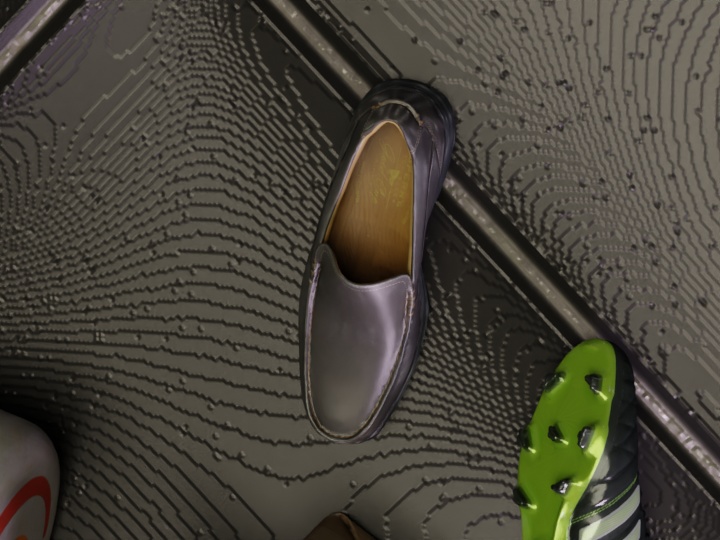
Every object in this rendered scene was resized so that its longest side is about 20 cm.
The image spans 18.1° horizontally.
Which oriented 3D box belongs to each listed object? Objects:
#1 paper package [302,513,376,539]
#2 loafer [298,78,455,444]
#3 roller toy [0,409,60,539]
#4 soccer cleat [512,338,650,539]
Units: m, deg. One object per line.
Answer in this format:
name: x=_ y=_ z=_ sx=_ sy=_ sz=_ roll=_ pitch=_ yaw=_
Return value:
paper package: x=-0.011 y=0.270 z=1.234 sx=0.190 sy=0.103 sz=0.200 roll=37 pitch=106 yaw=5
loafer: x=0.000 y=0.000 z=1.198 sx=0.072 sy=0.072 sz=0.201 roll=10 pitch=103 yaw=11
roller toy: x=-0.259 y=0.150 z=1.234 sx=0.139 sy=0.200 sz=0.183 roll=21 pitch=75 yaw=9
soccer cleat: x=0.123 y=0.138 z=1.201 sx=0.067 sy=0.081 sz=0.202 roll=2 pitch=82 yaw=52
